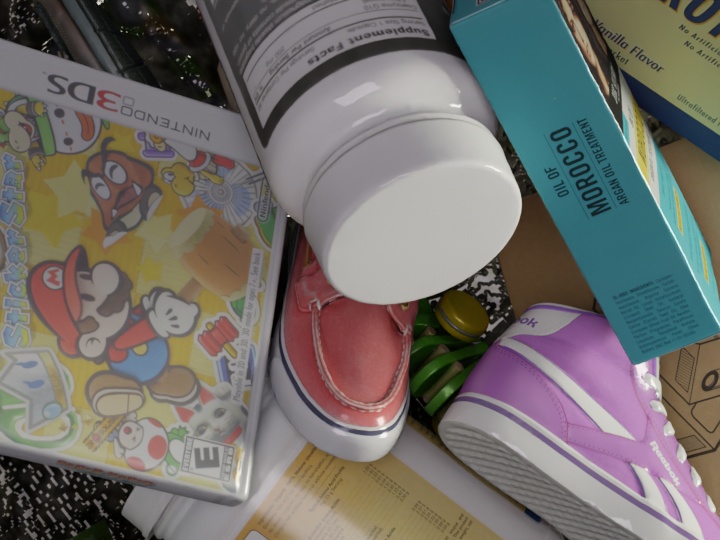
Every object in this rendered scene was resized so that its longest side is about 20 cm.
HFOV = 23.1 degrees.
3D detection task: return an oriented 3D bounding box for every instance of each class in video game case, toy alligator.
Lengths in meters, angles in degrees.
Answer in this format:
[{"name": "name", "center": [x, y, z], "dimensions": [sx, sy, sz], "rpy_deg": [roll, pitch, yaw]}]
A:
[{"name": "video game case", "center": [-0.127, -0.002, 0.845], "dimensions": [0.182, 0.023, 0.200], "rpy_deg": [16, 66, -20]}, {"name": "toy alligator", "center": [0.065, 0.078, 0.943], "dimensions": [0.200, 0.054, 0.059], "rpy_deg": [51, 123, 17]}]

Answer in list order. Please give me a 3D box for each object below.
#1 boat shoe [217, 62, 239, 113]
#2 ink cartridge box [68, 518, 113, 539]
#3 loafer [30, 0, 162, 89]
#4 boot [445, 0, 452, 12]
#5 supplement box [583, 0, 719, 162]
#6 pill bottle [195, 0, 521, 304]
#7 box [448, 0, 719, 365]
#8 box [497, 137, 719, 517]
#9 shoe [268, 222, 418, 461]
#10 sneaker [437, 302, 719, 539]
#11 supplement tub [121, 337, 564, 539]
[{"name": "boat shoe", "center": [-0.057, -0.154, 0.972], "dimensions": [0.068, 0.072, 0.200], "rpy_deg": [-18, 98, -1]}, {"name": "ink cartridge box", "center": [-0.079, 0.217, 0.922], "dimensions": [0.076, 0.148, 0.200], "rpy_deg": [-24, 88, 3]}, {"name": "loafer", "center": [-0.129, -0.068, 0.972], "dimensions": [0.063, 0.072, 0.200], "rpy_deg": [-35, 89, 8]}, {"name": "boot", "center": [0.064, -0.179, 0.900], "dimensions": [0.074, 0.200, 0.155], "rpy_deg": [14, 81, 32]}, {"name": "supplement box", "center": [0.208, -0.198, 0.851], "dimensions": [0.134, 0.200, 0.200], "rpy_deg": [34, 54, 4]}, {"name": "pill bottle", "center": [-0.002, -0.089, 0.842], "dimensions": [0.114, 0.114, 0.200], "rpy_deg": [-25, 55, 3]}, {"name": "box", "center": [0.109, -0.059, 0.837], "dimensions": [0.049, 0.082, 0.200], "rpy_deg": [-23, 116, 18]}, {"name": "box", "center": [0.164, 0.038, 0.929], "dimensions": [0.163, 0.021, 0.200], "rpy_deg": [-20, 80, 32]}, {"name": "shoe", "center": [0.000, 0.000, 0.893], "dimensions": [0.071, 0.200, 0.091], "rpy_deg": [14, 125, -12]}, {"name": "sneaker", "center": [0.148, 0.094, 0.886], "dimensions": [0.200, 0.073, 0.114], "rpy_deg": [40, 62, -5]}, {"name": "supplement tub", "center": [-0.009, 0.139, 0.922], "dimensions": [0.200, 0.145, 0.145], "rpy_deg": [37, 91, 4]}]
